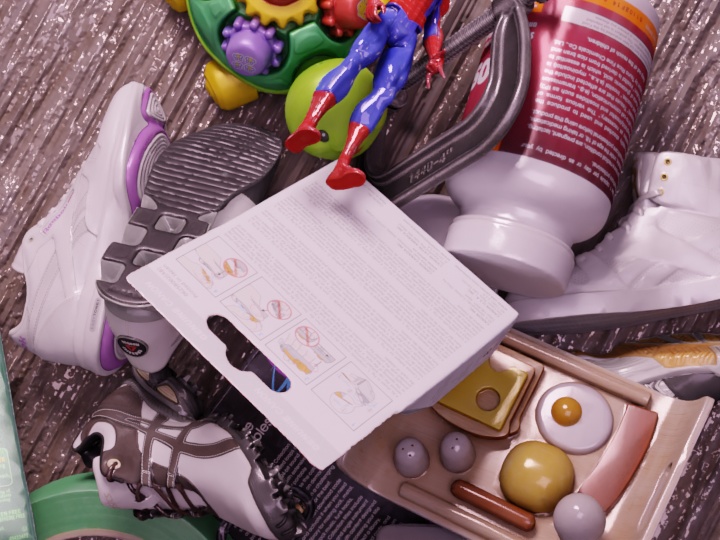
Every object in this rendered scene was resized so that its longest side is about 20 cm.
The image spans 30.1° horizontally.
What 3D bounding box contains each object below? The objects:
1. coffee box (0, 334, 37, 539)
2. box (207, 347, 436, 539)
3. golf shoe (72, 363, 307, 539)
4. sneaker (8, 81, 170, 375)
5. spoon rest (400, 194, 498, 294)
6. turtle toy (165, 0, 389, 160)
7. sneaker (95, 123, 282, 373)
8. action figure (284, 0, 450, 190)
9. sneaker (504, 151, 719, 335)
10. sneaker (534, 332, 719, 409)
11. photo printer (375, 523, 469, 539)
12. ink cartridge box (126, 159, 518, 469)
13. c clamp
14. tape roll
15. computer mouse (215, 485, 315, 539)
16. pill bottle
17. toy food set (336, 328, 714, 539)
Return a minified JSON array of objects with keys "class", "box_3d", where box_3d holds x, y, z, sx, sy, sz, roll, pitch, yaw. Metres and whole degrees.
[{"class":"coffee box","box_3d":[-0.283,0.099,0.857,0.122,0.044,0.201,-10,65,-19]},{"class":"box","box_3d":[-0.018,0.145,0.926,0.200,0.036,0.143,37,95,-5]},{"class":"golf shoe","box_3d":[-0.109,0.129,0.830,0.094,0.200,0.078,-39,125,-17]},{"class":"sneaker","box_3d":[-0.186,-0.034,0.902,0.099,0.075,0.201,7,77,19]},{"class":"spoon rest","box_3d":[0.000,0.000,0.924,0.199,0.061,0.100,-3,90,-4]},{"class":"turtle toy","box_3d":[-0.045,-0.167,0.901,0.145,0.101,0.201,-25,91,-4]},{"class":"sneaker","box_3d":[-0.111,-0.018,0.881,0.074,0.089,0.200,17,47,16]},{"class":"action figure","box_3d":[0.021,-0.146,0.851,0.065,0.052,0.201,38,60,-23]},{"class":"sneaker","box_3d":[0.188,-0.022,0.941,0.199,0.074,0.116,-10,79,-4]},{"class":"sneaker","box_3d":[0.193,0.096,0.938,0.199,0.076,0.088,-7,96,5]},{"class":"photo printer","box_3d":[0.078,0.273,0.901,0.166,0.069,0.201,5,104,-13]},{"class":"ink cartridge box","box_3d":[-0.022,0.028,0.807,0.162,0.057,0.200,42,49,15]},{"class":"c clamp","box_3d":[0.060,-0.127,0.886,0.027,0.200,0.172,24,50,-31]},{"class":"tape roll","box_3d":[-0.172,0.238,0.899,0.199,0.048,0.202,0,97,2]},{"class":"computer mouse","box_3d":[-0.098,0.218,0.854,0.059,0.034,0.200,35,96,-2]},{"class":"pill bottle","box_3d":[0.122,-0.090,0.893,0.112,0.113,0.201,19,77,-4]},{"class":"toy food set","box_3d":[0.104,0.104,0.856,0.199,0.060,0.144,24,72,17]}]
